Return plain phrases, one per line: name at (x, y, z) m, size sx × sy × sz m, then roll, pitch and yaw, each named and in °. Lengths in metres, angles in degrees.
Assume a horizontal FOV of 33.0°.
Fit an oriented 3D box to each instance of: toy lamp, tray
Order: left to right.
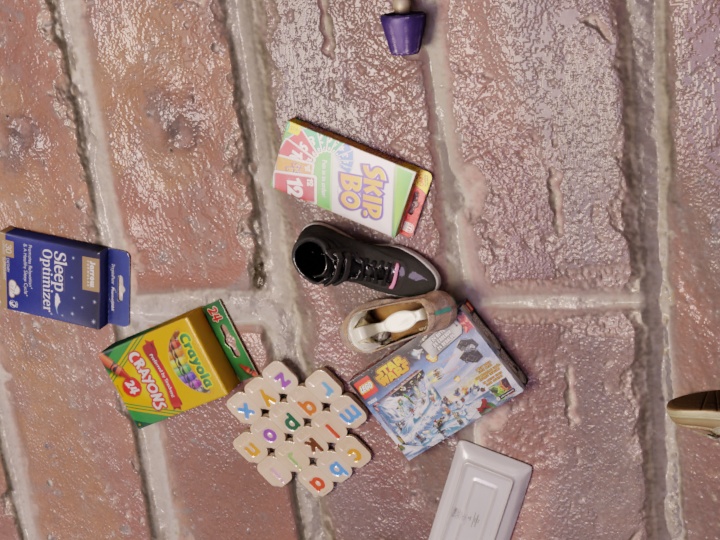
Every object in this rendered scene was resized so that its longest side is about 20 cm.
toy lamp at (0.048, -0.356, 1.433) m, size 0.058 × 0.058 × 0.200 m, roll 3°, pitch 110°, yaw 19°
tray at (0.157, 0.335, 1.658) m, size 0.107 × 0.022 × 0.200 m, roll 20°, pitch 114°, yaw 13°

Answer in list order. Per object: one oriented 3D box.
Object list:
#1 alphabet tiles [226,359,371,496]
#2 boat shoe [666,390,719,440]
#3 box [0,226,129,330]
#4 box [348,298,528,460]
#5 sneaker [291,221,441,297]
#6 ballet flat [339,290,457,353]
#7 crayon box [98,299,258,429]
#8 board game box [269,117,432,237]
alphabet tiles at (-0.086, 0.222, 1.704) m, size 0.196 × 0.015 × 0.200 m, roll 46°, pitch 117°, yaw -6°
boat shoe at (0.471, 0.187, 1.463) m, size 0.200 × 0.073 × 0.063 m, roll 3°, pitch 107°, yaw 18°
box at (-0.428, 0.014, 1.750) m, size 0.200 × 0.032 × 0.121 m, roll 11°, pitch 111°, yaw 15°
box at (0.101, 0.146, 1.600) m, size 0.200 × 0.040 × 0.137 m, roll -35°, pitch 95°, yaw 26°
sneaker at (0.000, 0.000, 1.553) m, size 0.200 × 0.099 × 0.071 m, roll 20°, pitch 112°, yaw 11°
ballet flat at (0.032, 0.068, 1.559) m, size 0.200 × 0.067 × 0.068 m, roll -23°, pitch 88°, yaw 40°
crayon box at (-0.259, 0.133, 1.720) m, size 0.200 × 0.051 × 0.127 m, roll -23°, pitch 99°, yaw 25°
board game box at (-0.013, -0.116, 1.558) m, size 0.200 × 0.030 × 0.096 m, roll 22°, pitch 115°, yaw 9°
